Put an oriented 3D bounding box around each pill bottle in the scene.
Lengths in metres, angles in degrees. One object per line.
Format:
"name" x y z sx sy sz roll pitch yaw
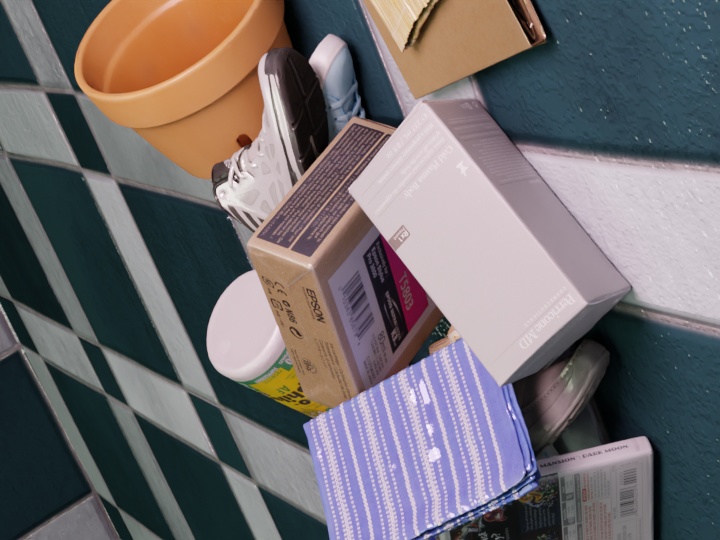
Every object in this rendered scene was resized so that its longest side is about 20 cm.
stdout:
"pill bottle" -0.045 0.084 1.543 0.199 0.113 0.113 30 180 -41

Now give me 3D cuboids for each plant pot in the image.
"plant pot" -0.140 -0.180 1.428 0.200 0.200 0.140 32 162 48

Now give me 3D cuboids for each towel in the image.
"towel" 0.044 0.144 1.257 0.024 0.199 0.146 28 -141 -49

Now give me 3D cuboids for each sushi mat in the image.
"sushi mat" -0.005 -0.269 1.180 0.201 0.012 0.096 59 159 8

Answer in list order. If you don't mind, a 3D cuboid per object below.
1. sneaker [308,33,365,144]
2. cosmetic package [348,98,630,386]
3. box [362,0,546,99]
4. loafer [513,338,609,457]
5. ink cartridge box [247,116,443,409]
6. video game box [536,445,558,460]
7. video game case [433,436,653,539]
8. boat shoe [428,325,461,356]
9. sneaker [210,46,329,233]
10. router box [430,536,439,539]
"sneaker" -0.009 -0.118 1.390 0.081 0.074 0.201 17 138 15
"cosmetic package" 0.097 -0.024 1.192 0.200 0.090 0.107 52 121 19
"box" 0.050 -0.220 1.169 0.164 0.021 0.200 62 158 -6
"loafer" 0.137 0.115 1.301 0.070 0.070 0.200 42 134 6
"ink cartridge box" 0.000 0.000 1.332 0.075 0.165 0.201 19 146 32
"video game box" 0.121 0.187 1.476 0.183 0.047 0.200 60 153 -8
"video game case" 0.158 0.230 1.321 0.023 0.180 0.201 -106 5 -48
"boat shoe" 0.114 0.041 1.312 0.200 0.073 0.070 -26 92 58
"sneaker" -0.086 -0.099 1.339 0.114 0.076 0.202 3 131 20
"router box" 0.070 0.271 1.541 0.201 0.049 0.180 57 -174 -16
